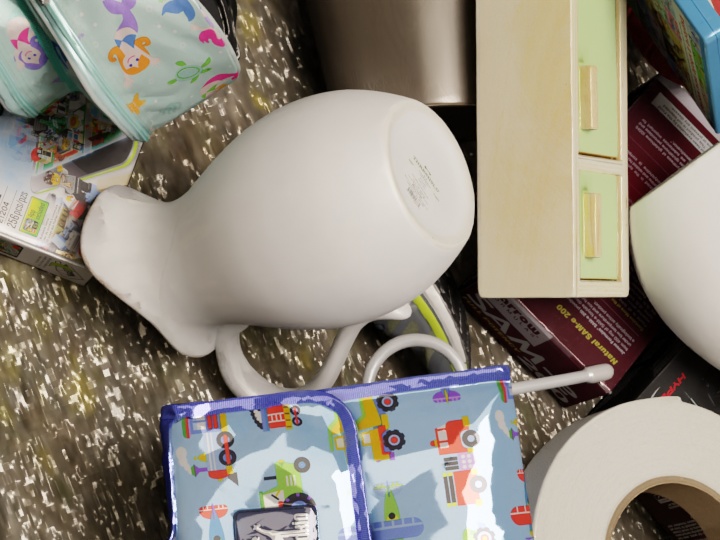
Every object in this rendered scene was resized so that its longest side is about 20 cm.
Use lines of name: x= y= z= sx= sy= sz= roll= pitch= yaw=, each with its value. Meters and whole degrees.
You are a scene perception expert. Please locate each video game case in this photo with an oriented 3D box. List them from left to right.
video game case: x=0.165 y=-0.188 z=1.086 sx=0.018 sy=0.143 sz=0.200 roll=-30 pitch=69 yaw=3

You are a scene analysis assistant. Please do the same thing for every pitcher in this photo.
pitcher: x=-0.028 y=-0.004 z=0.993 sx=0.172 sy=0.200 sz=0.121 roll=53 pitch=37 yaw=-25
pitcher: x=0.267 y=0.007 z=1.058 sx=0.200 sy=0.172 sz=0.121 roll=53 pitch=26 yaw=3

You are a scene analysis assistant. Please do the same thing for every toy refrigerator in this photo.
toy refrigerator: x=0.115 y=-0.084 z=1.050 sx=0.076 sy=0.070 sz=0.200 roll=2 pitch=88 yaw=-57

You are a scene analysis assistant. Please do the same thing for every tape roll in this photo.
tape roll: x=0.175 y=0.173 z=1.035 sx=0.203 sy=0.037 sz=0.203 roll=8 pitch=72 yaw=-25

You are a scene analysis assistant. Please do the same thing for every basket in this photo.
basket: x=0.036 y=-0.185 z=1.118 sx=0.180 sy=0.136 sz=0.200 roll=-3 pitch=81 yaw=-11

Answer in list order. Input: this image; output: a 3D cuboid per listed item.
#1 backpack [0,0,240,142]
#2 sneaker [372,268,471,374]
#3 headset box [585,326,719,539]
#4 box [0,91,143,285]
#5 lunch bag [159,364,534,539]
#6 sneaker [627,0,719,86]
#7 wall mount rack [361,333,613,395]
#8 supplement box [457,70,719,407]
backpack: x=-0.156 y=-0.161 z=0.975 sx=0.151 sy=0.178 sz=0.200 roll=-39 pitch=97 yaw=-3
sneaker: x=0.000 y=0.000 z=1.093 sx=0.081 sy=0.074 sz=0.200 roll=-32 pitch=104 yaw=14
headset box: x=0.261 y=0.120 z=1.154 sx=0.149 sy=0.075 sz=0.200 roll=-43 pitch=93 yaw=-25
box: x=-0.177 y=-0.103 z=1.064 sx=0.110 sy=0.035 sz=0.200 roll=22 pitch=70 yaw=-15
lunch bag: x=-0.017 y=0.138 z=0.949 sx=0.200 sy=0.094 sz=0.151 roll=-5 pitch=79 yaw=-17
sneaker: x=0.228 y=-0.206 z=1.202 sx=0.115 sy=0.078 sz=0.200 roll=-5 pitch=57 yaw=-26
wall mount rack: x=0.078 y=0.131 z=1.056 sx=0.174 sy=0.075 sz=0.200 roll=-14 pitch=81 yaw=4
supplement box: x=0.165 y=-0.021 z=1.162 sx=0.109 sy=0.061 sz=0.200 roll=45 pitch=64 yaw=-5
